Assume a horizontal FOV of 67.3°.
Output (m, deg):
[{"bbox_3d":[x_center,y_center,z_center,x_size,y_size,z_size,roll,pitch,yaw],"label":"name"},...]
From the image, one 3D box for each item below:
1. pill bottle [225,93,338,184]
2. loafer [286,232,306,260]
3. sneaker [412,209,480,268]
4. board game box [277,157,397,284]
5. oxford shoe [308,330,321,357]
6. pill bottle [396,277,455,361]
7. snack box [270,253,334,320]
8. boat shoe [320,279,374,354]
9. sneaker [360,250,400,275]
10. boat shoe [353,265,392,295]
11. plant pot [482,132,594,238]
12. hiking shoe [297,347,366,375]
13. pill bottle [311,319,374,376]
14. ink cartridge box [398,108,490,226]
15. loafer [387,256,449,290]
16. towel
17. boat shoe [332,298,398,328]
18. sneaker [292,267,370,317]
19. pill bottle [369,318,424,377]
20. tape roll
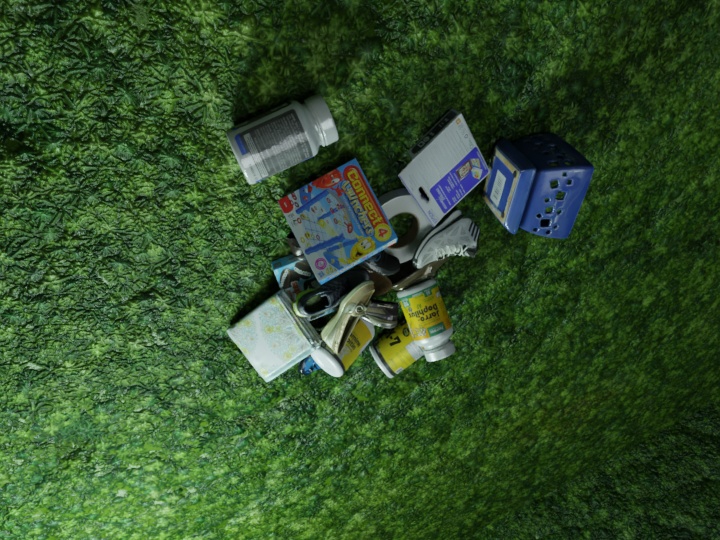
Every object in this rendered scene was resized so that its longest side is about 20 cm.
[{"bbox_3d":[-0.150,-0.259,1.056,0.197,0.114,0.115,-25,133,-5],"label":"pill bottle"},{"bbox_3d":[-0.087,-0.105,1.233,0.199,0.073,0.071,-40,122,3],"label":"loafer"},{"bbox_3d":[0.225,-0.058,1.347,0.200,0.115,0.076,-43,155,-19],"label":"sneaker"},{"bbox_3d":[-0.049,-0.106,1.176,0.194,0.202,0.056,-29,174,-2],"label":"board game box"},{"bbox_3d":[-0.152,0.184,1.417,0.197,0.073,0.071,3,155,-28],"label":"oxford shoe"},{"bbox_3d":[0.180,0.132,1.440,0.111,0.113,0.203,-20,91,-9],"label":"pill bottle"},{"bbox_3d":[-0.140,0.043,1.348,0.114,0.037,0.202,-21,132,-9],"label":"snack box"},{"bbox_3d":[-0.020,0.107,1.263,0.202,0.063,0.073,-52,157,23],"label":"boat shoe"},{"bbox_3d":[0.027,-0.044,1.288,0.198,0.073,0.083,14,106,-39],"label":"sneaker"},{"bbox_3d":[0.000,0.000,1.360,0.198,0.065,0.071,28,118,-35],"label":"boat shoe"},{"bbox_3d":[0.413,-0.207,1.316,0.176,0.201,0.203,-3,127,-14],"label":"plant pot"},{"bbox_3d":[-0.085,0.235,1.491,0.198,0.087,0.075,-34,133,3],"label":"hiking shoe"},{"bbox_3d":[-0.033,0.168,1.410,0.200,0.111,0.113,-47,139,-26],"label":"pill bottle"},{"bbox_3d":[0.192,-0.235,1.270,0.200,0.043,0.198,-44,132,-1],"label":"ink cartridge box"},{"bbox_3d":[0.160,-0.005,1.428,0.198,0.076,0.068,-34,126,3],"label":"loafer"},{"bbox_3d":[-0.211,0.162,1.330,0.199,0.048,0.172,-35,94,21],"label":"towel"},{"bbox_3d":[0.004,0.080,1.345,0.197,0.075,0.075,18,95,2],"label":"boat shoe"},{"bbox_3d":[-0.061,0.057,1.263,0.198,0.081,0.075,-29,102,-9],"label":"sneaker"},{"bbox_3d":[0.134,0.206,1.555,0.199,0.115,0.115,-37,132,5],"label":"pill bottle"},{"bbox_3d":[0.094,-0.107,1.344,0.199,0.037,0.205,-14,130,-16],"label":"tape roll"}]
